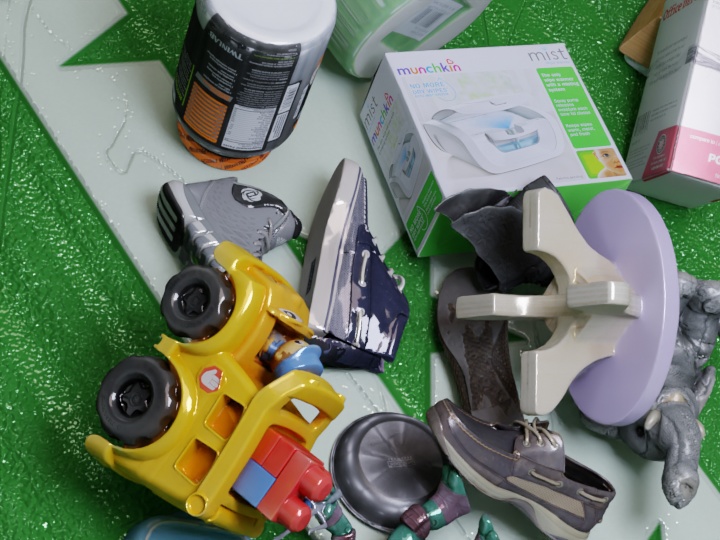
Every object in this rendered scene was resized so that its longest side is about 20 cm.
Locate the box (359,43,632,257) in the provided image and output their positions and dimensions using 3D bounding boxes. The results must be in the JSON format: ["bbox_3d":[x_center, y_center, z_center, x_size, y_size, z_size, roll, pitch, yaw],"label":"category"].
[{"bbox_3d":[0.124,-0.116,1.563,0.198,0.097,0.177,-6,57,-23],"label":"box"}]

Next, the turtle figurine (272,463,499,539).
[{"bbox_3d":[0.007,0.237,1.303,0.199,0.101,0.150,-25,62,-12],"label":"turtle figurine"}]

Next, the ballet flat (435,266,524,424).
[{"bbox_3d":[0.110,0.086,1.474,0.067,0.046,0.201,-14,55,1],"label":"ballet flat"}]

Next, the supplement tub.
[{"bbox_3d":[-0.100,-0.185,1.477,0.122,0.200,0.123,8,57,-13],"label":"supplement tub"}]

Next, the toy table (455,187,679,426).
[{"bbox_3d":[0.182,0.027,1.392,0.116,0.183,0.202,7,69,-39],"label":"toy table"}]

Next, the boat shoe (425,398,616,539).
[{"bbox_3d":[0.135,0.153,1.368,0.200,0.073,0.075,36,13,-32],"label":"boat shoe"}]

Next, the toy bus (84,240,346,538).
[{"bbox_3d":[-0.082,0.107,1.267,0.191,0.136,0.201,30,86,31],"label":"toy bus"}]

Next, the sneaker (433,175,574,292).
[{"bbox_3d":[0.146,-0.014,1.491,0.104,0.200,0.060,-34,46,-3],"label":"sneaker"}]

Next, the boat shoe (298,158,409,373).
[{"bbox_3d":[0.000,0.000,1.478,0.092,0.075,0.201,19,62,-14],"label":"boat shoe"}]

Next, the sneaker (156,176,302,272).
[{"bbox_3d":[-0.090,-0.008,1.446,0.115,0.075,0.201,-16,64,-29],"label":"sneaker"}]

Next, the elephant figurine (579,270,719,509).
[{"bbox_3d":[0.259,0.105,1.463,0.141,0.155,0.202,8,82,27],"label":"elephant figurine"}]

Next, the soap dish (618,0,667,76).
[{"bbox_3d":[0.392,-0.240,1.746,0.199,0.081,0.158,32,55,5],"label":"soap dish"}]

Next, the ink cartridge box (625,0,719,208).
[{"bbox_3d":[0.331,-0.173,1.597,0.082,0.146,0.202,15,84,-7],"label":"ink cartridge box"}]

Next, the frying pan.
[{"bbox_3d":[0.026,0.198,1.382,0.114,0.031,0.191,15,53,-6],"label":"frying pan"}]

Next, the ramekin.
[{"bbox_3d":[0.039,-0.274,1.587,0.199,0.200,0.098,-25,75,-30],"label":"ramekin"}]

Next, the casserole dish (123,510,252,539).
[{"bbox_3d":[-0.134,0.271,1.274,0.120,0.039,0.201,11,57,-10],"label":"casserole dish"}]
